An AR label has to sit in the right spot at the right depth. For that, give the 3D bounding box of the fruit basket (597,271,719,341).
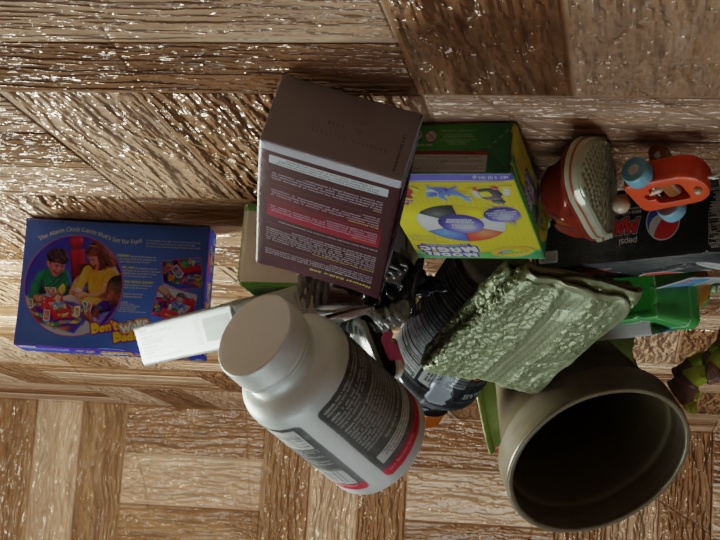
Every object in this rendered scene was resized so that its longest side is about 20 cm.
[{"bbox_3d":[0.305,0.027,1.582,0.184,0.095,0.199,-8,169,39],"label":"fruit basket"}]

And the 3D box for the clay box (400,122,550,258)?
[{"bbox_3d":[0.088,-0.056,1.267,0.113,0.048,0.200,1,158,17],"label":"clay box"}]

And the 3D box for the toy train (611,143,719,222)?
[{"bbox_3d":[0.298,-0.056,1.215,0.149,0.056,0.199,-15,145,40],"label":"toy train"}]

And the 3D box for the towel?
[{"bbox_3d":[0.154,0.055,1.442,0.147,0.037,0.200,11,146,-24],"label":"towel"}]

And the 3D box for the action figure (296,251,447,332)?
[{"bbox_3d":[0.000,0.000,1.361,0.118,0.103,0.201,6,143,30],"label":"action figure"}]

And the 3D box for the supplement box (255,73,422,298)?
[{"bbox_3d":[-0.020,-0.058,1.165,0.107,0.062,0.201,17,154,3],"label":"supplement box"}]

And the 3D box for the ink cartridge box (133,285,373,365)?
[{"bbox_3d":[-0.100,0.045,1.510,0.172,0.044,0.199,-17,-179,-36],"label":"ink cartridge box"}]

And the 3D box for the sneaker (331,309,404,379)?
[{"bbox_3d":[-0.027,0.086,1.518,0.087,0.075,0.199,-22,-172,-25],"label":"sneaker"}]

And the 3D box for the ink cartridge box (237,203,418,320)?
[{"bbox_3d":[-0.027,-0.002,1.563,0.143,0.085,0.200,2,168,12],"label":"ink cartridge box"}]

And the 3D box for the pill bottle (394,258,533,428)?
[{"bbox_3d":[0.097,0.068,1.572,0.105,0.107,0.201,10,127,-31],"label":"pill bottle"}]

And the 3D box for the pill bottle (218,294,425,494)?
[{"bbox_3d":[-0.036,0.109,1.382,0.110,0.112,0.200,-5,145,38],"label":"pill bottle"}]

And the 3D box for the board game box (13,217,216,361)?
[{"bbox_3d":[-0.256,0.020,1.623,0.197,0.136,0.045,3,169,4],"label":"board game box"}]

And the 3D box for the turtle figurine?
[{"bbox_3d":[0.383,0.075,1.561,0.064,0.161,0.200,42,-159,-12],"label":"turtle figurine"}]

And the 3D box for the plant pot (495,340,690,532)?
[{"bbox_3d":[0.220,0.144,1.623,0.197,0.174,0.202,-9,129,-12],"label":"plant pot"}]

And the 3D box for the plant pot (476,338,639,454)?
[{"bbox_3d":[0.225,0.099,1.801,0.187,0.203,0.200,-10,168,6],"label":"plant pot"}]

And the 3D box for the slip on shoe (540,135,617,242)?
[{"bbox_3d":[0.173,-0.061,1.239,0.060,0.075,0.200,5,174,11],"label":"slip on shoe"}]

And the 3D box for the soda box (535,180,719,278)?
[{"bbox_3d":[0.254,-0.033,1.368,0.198,0.064,0.070,-5,166,41],"label":"soda box"}]
